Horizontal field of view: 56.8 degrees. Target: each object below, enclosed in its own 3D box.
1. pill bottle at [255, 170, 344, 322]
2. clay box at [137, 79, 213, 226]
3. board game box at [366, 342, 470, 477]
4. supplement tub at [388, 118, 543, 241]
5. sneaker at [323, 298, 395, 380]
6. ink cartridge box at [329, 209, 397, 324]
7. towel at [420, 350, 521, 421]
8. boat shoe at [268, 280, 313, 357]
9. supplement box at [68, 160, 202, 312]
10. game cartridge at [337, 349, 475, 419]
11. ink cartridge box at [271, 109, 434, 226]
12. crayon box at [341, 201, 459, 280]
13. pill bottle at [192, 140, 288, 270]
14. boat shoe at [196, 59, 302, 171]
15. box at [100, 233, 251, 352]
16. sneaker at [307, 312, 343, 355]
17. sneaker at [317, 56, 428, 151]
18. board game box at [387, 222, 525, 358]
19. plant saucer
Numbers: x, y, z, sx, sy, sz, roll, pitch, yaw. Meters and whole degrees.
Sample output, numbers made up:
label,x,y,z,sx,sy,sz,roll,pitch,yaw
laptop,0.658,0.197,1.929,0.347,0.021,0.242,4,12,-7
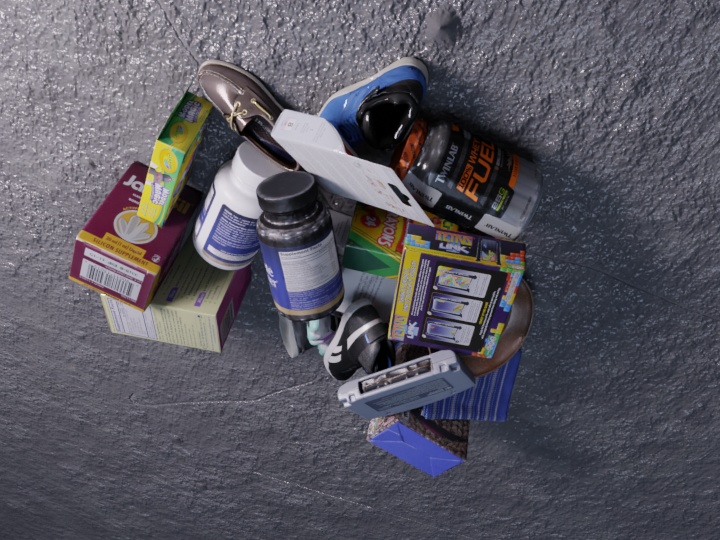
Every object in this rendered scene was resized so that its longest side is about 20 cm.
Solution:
label,x,y,z,sx,sy,sz,roll,pitch,yaw
pill bottle,-0.090,-0.035,0.971,0.110,0.112,0.202,0,124,14
clay box,-0.272,-0.170,0.982,0.047,0.116,0.200,25,140,-12
board game box,0.116,0.245,1.229,0.158,0.202,0.097,32,133,-17
supplement tub,0.142,-0.127,0.927,0.198,0.123,0.123,23,134,-9
sneaker,0.000,0.152,1.107,0.072,0.112,0.201,-17,144,-28
ink cartridge box,0.000,0.000,1.109,0.197,0.084,0.145,19,134,-3
towel,0.202,0.198,1.180,0.198,0.147,0.024,10,-174,-34
boat shoe,-0.121,0.065,1.217,0.060,0.074,0.203,-20,118,-22
supplement box,-0.353,-0.056,1.062,0.129,0.202,0.104,25,134,-10
game cartridge,0.077,0.186,1.061,0.198,0.042,0.133,-21,154,15
ink cartridge box,-0.001,-0.137,0.886,0.198,0.058,0.162,17,167,32
crayon box,0.079,-0.042,1.021,0.197,0.128,0.051,13,135,0
pill bottle,-0.184,-0.102,1.039,0.110,0.112,0.201,26,133,-11
boat shoe,-0.154,-0.219,0.953,0.199,0.060,0.072,39,131,-16
box,-0.310,0.029,1.149,0.197,0.177,0.098,10,135,4
sneaker,-0.019,0.101,1.198,0.138,0.079,0.200,-4,163,6
sneaker,0.002,-0.200,0.900,0.198,0.112,0.077,-23,124,31
board game box,0.131,0.034,0.952,0.163,0.057,0.202,11,137,4
plant saucer,0.193,0.083,1.098,0.197,0.037,0.203,-10,117,-19
